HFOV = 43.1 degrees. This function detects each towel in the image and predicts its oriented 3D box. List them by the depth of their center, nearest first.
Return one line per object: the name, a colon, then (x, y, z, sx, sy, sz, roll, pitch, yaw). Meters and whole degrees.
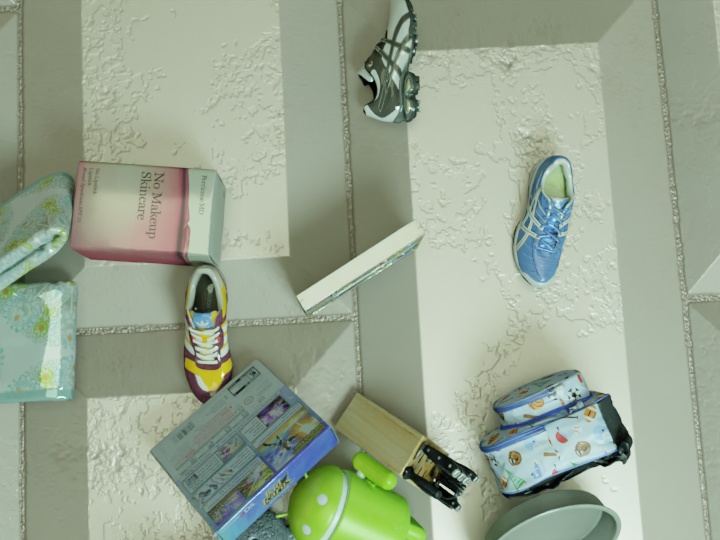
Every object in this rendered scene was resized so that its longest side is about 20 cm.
towel: (-0.486, -0.042, 1.275, 0.199, 0.172, 0.048, -33, 127, 7)
towel: (-0.510, 0.104, 1.310, 0.198, 0.048, 0.173, -1, 83, -1)

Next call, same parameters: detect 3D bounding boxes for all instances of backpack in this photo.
backpack: (0.257, 0.227, 1.252, 0.189, 0.200, 0.155, -32, 78, 2)

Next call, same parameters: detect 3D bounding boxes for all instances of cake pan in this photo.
cake pan: (0.255, 0.364, 1.240, 0.198, 0.201, 0.037, -16, 45, -3)

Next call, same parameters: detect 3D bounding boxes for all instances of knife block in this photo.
knife block: (0.062, 0.247, 1.244, 0.199, 0.176, 0.064, 35, 81, 4)

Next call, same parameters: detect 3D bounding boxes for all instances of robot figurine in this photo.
robot figurine: (-0.012, 0.341, 1.247, 0.199, 0.116, 0.177, 28, 89, -15)

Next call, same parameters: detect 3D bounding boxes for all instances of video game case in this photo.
video game case: (-0.159, 0.241, 1.241, 0.200, 0.046, 0.181, -41, 47, -16)

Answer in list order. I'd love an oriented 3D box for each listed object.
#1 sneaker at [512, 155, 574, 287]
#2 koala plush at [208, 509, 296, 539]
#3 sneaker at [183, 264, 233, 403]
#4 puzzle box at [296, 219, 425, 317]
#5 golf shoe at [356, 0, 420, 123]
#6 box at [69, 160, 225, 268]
sneaker: (0.271, -0.076, 1.341, 0.075, 0.077, 0.202, 7, 84, -2)
koala plush: (-0.164, 0.412, 1.235, 0.177, 0.183, 0.201, 32, 68, -24)
sneaker: (-0.223, 0.093, 1.302, 0.074, 0.090, 0.202, -5, 83, -2)
puzzle box: (0.000, 0.000, 1.298, 0.199, 0.133, 0.026, -33, 84, -5)
golf shoe: (0.041, -0.323, 1.370, 0.093, 0.078, 0.202, -1, 81, -1)
box: (-0.302, -0.079, 1.314, 0.198, 0.109, 0.129, 3, 81, 0)
